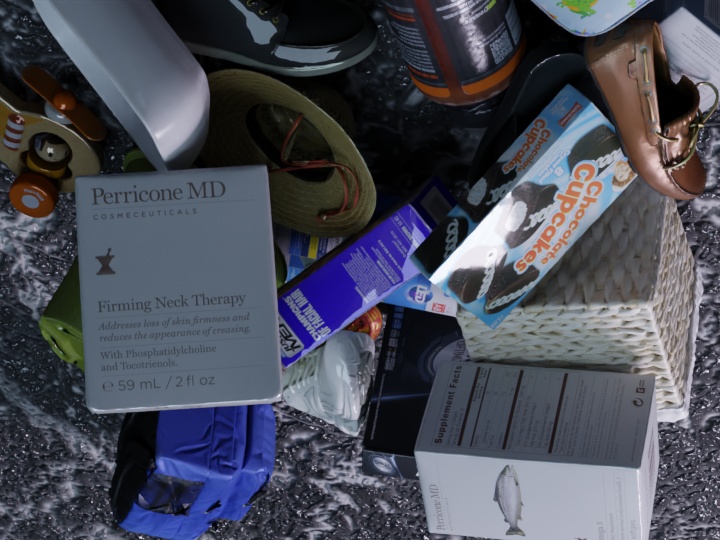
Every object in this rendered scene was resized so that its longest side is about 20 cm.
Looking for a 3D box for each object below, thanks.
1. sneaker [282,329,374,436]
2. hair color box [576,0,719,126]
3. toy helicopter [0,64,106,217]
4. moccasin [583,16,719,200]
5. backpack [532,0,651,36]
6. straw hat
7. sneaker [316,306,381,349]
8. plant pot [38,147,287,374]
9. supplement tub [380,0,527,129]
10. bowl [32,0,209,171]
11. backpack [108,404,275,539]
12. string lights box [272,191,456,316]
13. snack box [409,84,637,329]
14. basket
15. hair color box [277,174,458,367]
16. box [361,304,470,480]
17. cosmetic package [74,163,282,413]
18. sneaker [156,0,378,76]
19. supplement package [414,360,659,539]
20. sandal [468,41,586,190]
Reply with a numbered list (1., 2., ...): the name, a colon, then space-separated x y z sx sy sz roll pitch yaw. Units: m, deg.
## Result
1. sneaker: -0.040 0.108 1.775 0.099 0.078 0.200 13 157 4
2. hair color box: 0.242 -0.167 1.563 0.099 0.061 0.200 33 135 -22
3. toy helicopter: -0.325 -0.151 1.717 0.132 0.079 0.200 -27 121 38
4. moccasin: 0.252 -0.134 1.499 0.078 0.074 0.202 -6 133 28
5. backpack: 0.172 -0.293 1.368 0.200 0.147 0.183 36 132 -22
6. straw hat: -0.054 -0.129 1.657 0.201 0.085 0.201 23 143 19
7. sneaker: -0.021 0.059 1.863 0.073 0.077 0.200 51 154 -1
8. plant pot: -0.206 0.018 1.737 0.200 0.190 0.200 32 158 15
9. supplement tub: 0.078 -0.213 1.515 0.107 0.107 0.200 -5 137 20
10. bowl: -0.198 -0.182 1.561 0.200 0.075 0.200 52 171 6
11. backpack: -0.195 0.220 2.046 0.167 0.163 0.200 20 139 -15
12. string lights box: 0.009 -0.025 1.787 0.199 0.059 0.103 11 139 1
13. snack box: 0.145 -0.052 1.540 0.200 0.037 0.116 -48 139 5
14. basket: 0.207 0.023 1.692 0.198 0.200 0.161 -4 133 20
15. hair color box: 0.000 0.000 1.684 0.200 0.109 0.065 -37 94 22
16. box: 0.094 0.123 1.828 0.160 0.200 0.044 7 141 6
17. cosmetic package: -0.159 0.021 1.575 0.167 0.201 0.166 -4 175 -6
18. sneaker: -0.085 -0.233 1.555 0.199 0.075 0.106 7 143 8
19. supplement package: 0.161 0.166 1.620 0.199 0.117 0.117 3 134 16
20. sandal: 0.144 -0.109 1.550 0.075 0.048 0.201 -12 145 -22
